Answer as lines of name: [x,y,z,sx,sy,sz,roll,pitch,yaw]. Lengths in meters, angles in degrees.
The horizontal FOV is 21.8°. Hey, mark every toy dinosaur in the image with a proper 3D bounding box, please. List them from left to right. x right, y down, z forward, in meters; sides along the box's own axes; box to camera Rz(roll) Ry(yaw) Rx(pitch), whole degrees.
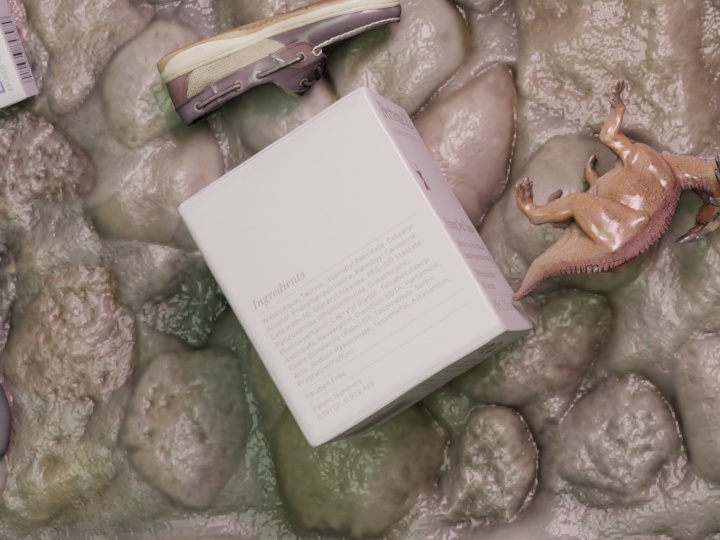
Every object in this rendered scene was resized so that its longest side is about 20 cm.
toy dinosaur: [0.198,-0.041,1.353,0.200,0.086,0.135,-44,64,-10]

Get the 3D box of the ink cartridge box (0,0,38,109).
ink cartridge box: [-0.382,-0.203,1.500,0.198,0.041,0.201,-18,98,12]

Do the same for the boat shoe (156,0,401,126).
boat shoe: [-0.058,-0.165,1.444,0.198,0.072,0.065,-17,97,8]

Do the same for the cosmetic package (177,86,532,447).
cosmetic package: [0.000,0.000,1.372,0.166,0.167,0.201,-32,83,10]

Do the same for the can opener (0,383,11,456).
can opener: [-0.330,0.057,1.510,0.066,0.053,0.202,-10,85,-21]
